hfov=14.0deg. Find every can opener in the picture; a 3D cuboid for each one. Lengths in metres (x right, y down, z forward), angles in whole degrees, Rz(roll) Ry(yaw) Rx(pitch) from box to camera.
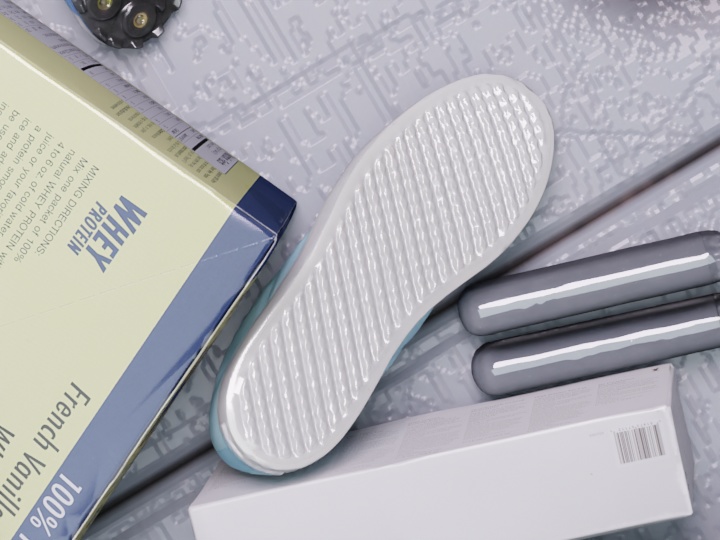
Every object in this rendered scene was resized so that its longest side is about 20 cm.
[{"bbox_3d":[0.139,0.010,1.207,0.199,0.066,0.053,-11,97,8],"label":"can opener"}]

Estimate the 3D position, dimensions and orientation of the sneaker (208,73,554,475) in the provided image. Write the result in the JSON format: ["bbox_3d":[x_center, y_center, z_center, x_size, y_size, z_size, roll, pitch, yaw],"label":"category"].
[{"bbox_3d":[0.000,0.000,1.210,0.074,0.082,0.200,45,72,-8],"label":"sneaker"}]

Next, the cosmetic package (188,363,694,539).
[{"bbox_3d":[0.036,0.089,1.199,0.199,0.083,0.051,-13,100,10],"label":"cosmetic package"}]

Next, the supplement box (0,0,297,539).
[{"bbox_3d":[-0.162,0.003,1.179,0.199,0.134,0.201,34,97,-2],"label":"supplement box"}]

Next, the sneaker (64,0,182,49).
[{"bbox_3d":[-0.128,-0.186,1.200,0.072,0.072,0.201,-30,108,-23],"label":"sneaker"}]
